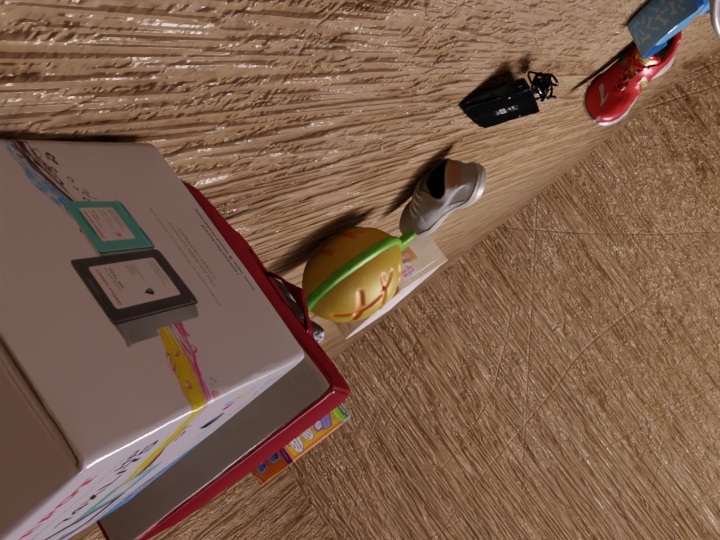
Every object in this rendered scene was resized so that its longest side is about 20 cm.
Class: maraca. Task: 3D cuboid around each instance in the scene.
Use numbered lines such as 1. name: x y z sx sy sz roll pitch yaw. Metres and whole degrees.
1. maraca: 0.000 0.000 1.178 0.137 0.107 0.200 -38 175 29

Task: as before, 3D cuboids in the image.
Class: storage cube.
1. storage cube: -0.126 0.068 0.684 0.200 0.171 0.180 -36 173 -2

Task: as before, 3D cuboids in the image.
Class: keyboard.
1. keyboard: 0.168 -0.199 1.073 0.103 0.040 0.200 -15 180 13

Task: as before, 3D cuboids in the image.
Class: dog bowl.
1. dog bowl: 0.437 -0.359 1.265 0.200 0.050 0.112 -36 174 -7

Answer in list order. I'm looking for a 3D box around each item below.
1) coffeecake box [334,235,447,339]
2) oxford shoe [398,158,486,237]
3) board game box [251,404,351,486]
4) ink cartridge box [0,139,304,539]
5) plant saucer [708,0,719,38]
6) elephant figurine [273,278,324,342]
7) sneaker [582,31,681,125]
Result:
1. coffeecake box: 0.048 0.028 1.818 0.153 0.073 0.200 -31 171 -44
2. oxford shoe: 0.092 -0.097 1.256 0.057 0.076 0.200 11 161 -21
3. board game box: -0.188 0.351 2.285 0.199 0.200 0.200 -32 172 -39
4. ink cartridge box: -0.152 0.041 0.433 0.147 0.146 0.200 -39 173 19
5. plant saucer: 0.483 -0.376 1.166 0.199 0.050 0.201 -24 136 -26
6. elephant figurine: -0.153 0.098 1.023 0.199 0.142 0.156 -19 139 -18
7. sneaker: 0.418 -0.309 1.478 0.200 0.077 0.085 -47 171 -12
